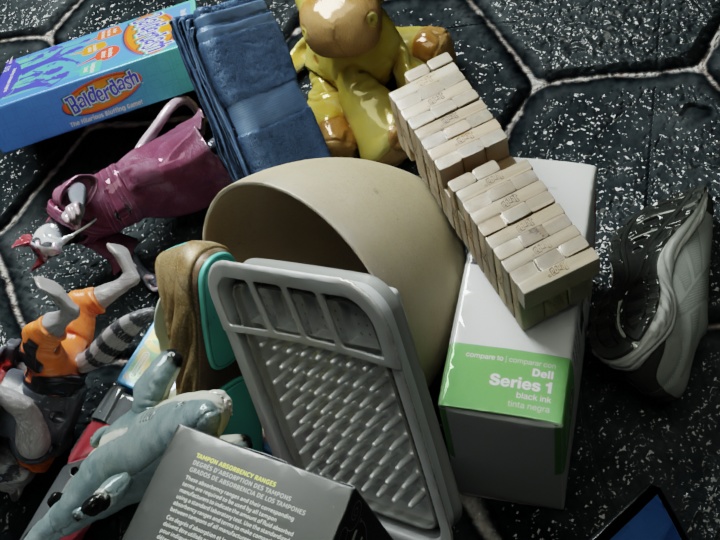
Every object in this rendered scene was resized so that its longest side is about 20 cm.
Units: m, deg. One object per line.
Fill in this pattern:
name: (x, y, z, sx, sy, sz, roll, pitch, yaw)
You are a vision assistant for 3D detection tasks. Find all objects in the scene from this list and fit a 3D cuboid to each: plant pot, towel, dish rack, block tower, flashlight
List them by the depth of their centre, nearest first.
dish rack: (-0.011, 0.080, 0.696, 0.170, 0.203, 0.043, 7, 33, 45)
block tower: (0.082, -0.053, 0.702, 0.053, 0.058, 0.201, -26, 54, -5)
plant pot: (0.000, 0.000, 0.771, 0.199, 0.203, 0.134, 33, 49, 27)
flashlight: (-0.206, 0.187, 0.780, 0.067, 0.068, 0.202, 4, 59, 43)
towel: (-0.079, -0.120, 0.871, 0.048, 0.203, 0.111, -18, 9, 34)

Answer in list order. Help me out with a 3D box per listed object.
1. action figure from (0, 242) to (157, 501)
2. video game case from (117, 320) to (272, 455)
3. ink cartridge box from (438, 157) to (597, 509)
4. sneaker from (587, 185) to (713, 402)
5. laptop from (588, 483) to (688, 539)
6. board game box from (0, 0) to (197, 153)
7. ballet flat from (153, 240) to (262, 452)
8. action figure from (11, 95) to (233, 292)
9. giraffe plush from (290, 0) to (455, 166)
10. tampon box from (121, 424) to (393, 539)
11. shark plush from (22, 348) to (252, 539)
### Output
action figure: (-0.237, 0.092, 0.787, 0.103, 0.195, 0.201, 27, 20, -7)
video game case: (-0.078, 0.067, 0.854, 0.197, 0.018, 0.144, 20, 63, 21)
ink cartridge box: (0.116, 0.042, 0.754, 0.083, 0.147, 0.203, 6, 60, 15)
sneaker: (0.229, 0.013, 0.804, 0.073, 0.079, 0.201, -22, 29, 45)
laptop: (0.183, 0.268, 0.625, 0.176, 0.104, 0.200, -38, 59, -13)
board game box: (-0.237, -0.184, 0.991, 0.197, 0.046, 0.153, -19, 29, -2)
ballet flat: (-0.117, 0.074, 0.775, 0.071, 0.204, 0.067, 10, 26, 37)
action figure: (-0.203, -0.070, 0.896, 0.197, 0.135, 0.150, -26, 56, -9)
giraffe plush: (-0.004, -0.210, 0.926, 0.170, 0.163, 0.202, -25, 57, -5)
tampon box: (-0.076, 0.224, 0.631, 0.124, 0.151, 0.202, 15, 65, 24)
shark plush: (-0.166, 0.130, 0.710, 0.197, 0.092, 0.083, -26, 13, 10)
